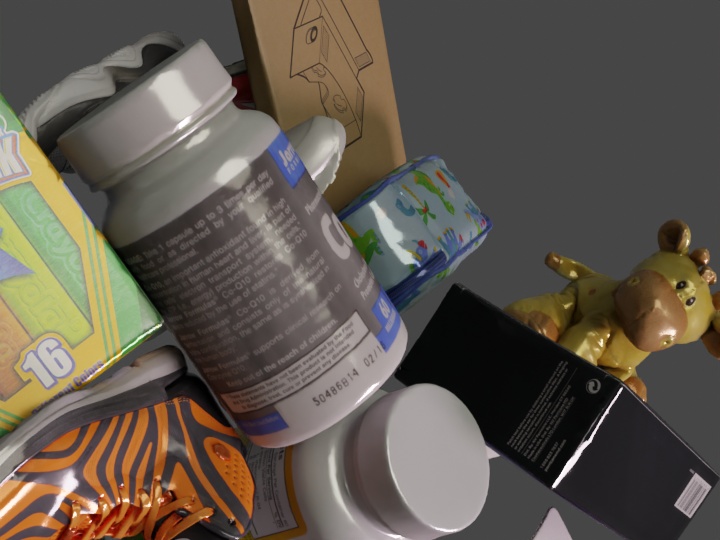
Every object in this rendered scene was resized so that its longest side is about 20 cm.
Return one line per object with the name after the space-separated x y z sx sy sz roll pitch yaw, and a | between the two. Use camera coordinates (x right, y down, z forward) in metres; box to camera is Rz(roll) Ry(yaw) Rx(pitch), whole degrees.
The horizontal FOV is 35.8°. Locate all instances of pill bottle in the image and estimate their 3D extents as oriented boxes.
-0.069 -0.014 0.609 0.201 0.113 0.114 57 42 -17 | pill bottle
-0.021 0.135 0.685 0.112 0.199 0.114 21 57 -36 | pill bottle

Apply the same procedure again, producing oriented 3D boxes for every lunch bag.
0.000 0.000 0.779 0.083 0.160 0.200 53 21 0 | lunch bag

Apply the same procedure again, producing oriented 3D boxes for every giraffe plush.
0.252 0.048 1.026 0.173 0.161 0.200 50 45 -14 | giraffe plush

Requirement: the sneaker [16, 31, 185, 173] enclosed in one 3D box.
-0.156 -0.079 0.744 0.114 0.075 0.200 53 41 -8 | sneaker

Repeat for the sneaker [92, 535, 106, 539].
-0.144 0.217 0.639 0.201 0.072 0.085 62 6 9 | sneaker

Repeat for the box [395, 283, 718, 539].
0.135 0.105 0.746 0.079 0.141 0.200 -53 138 -1 | box

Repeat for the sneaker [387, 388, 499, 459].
0.080 0.119 0.879 0.199 0.088 0.075 -6 77 -45 | sneaker

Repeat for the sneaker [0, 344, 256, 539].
-0.117 0.116 0.552 0.112 0.078 0.200 48 35 6 | sneaker

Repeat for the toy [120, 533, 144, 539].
-0.070 0.223 0.646 0.201 0.047 0.115 58 11 -21 | toy

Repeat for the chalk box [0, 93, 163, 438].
-0.220 -0.014 0.588 0.124 0.124 0.201 -40 102 -21 | chalk box

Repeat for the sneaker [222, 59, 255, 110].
-0.043 -0.095 0.828 0.200 0.076 0.086 29 46 -59 | sneaker

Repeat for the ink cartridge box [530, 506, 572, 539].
0.122 0.272 0.759 0.116 0.066 0.201 -46 116 -42 | ink cartridge box

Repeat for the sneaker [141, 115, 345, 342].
-0.096 -0.039 0.703 0.081 0.199 0.077 49 14 -13 | sneaker

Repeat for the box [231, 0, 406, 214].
-0.026 -0.144 0.781 0.163 0.021 0.202 -40 125 -53 | box
